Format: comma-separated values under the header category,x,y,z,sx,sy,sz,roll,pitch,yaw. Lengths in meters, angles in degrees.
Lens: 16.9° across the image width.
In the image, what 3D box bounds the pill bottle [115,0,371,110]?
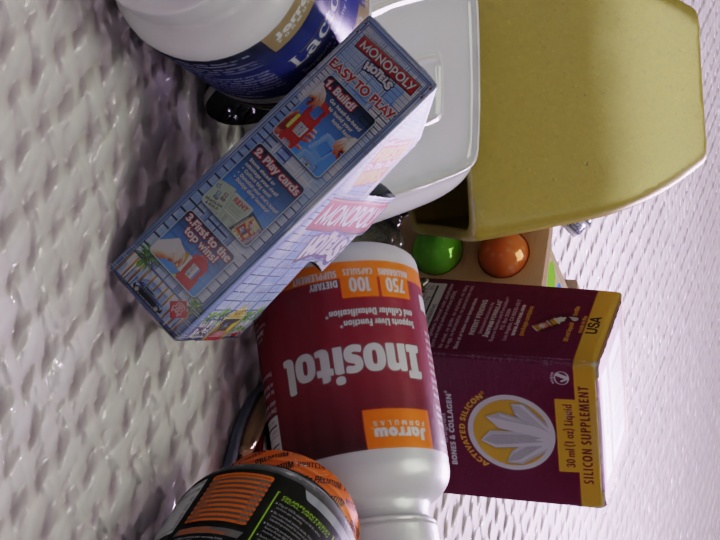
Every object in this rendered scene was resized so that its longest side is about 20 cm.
category,x,y,z,sx,sy,sz,roll,pitch,yaw
pill bottle,-0.073,-0.164,1.347,0.200,0.115,0.117,26,68,-72

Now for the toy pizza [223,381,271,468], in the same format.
category,x,y,z,sx,sy,sz,roll,pitch,yaw
toy pizza,-0.051,0.169,1.620,0.200,0.031,0.202,3,90,-74

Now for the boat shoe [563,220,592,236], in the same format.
category,x,y,z,sx,sy,sz,roll,pitch,yaw
boat shoe,0.139,-0.122,1.962,0.200,0.070,0.071,53,9,26

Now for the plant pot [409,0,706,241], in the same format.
category,x,y,z,sx,sy,sz,roll,pitch,yaw
plant pot,0.147,-0.129,1.807,0.195,0.198,0.196,-168,-106,-77

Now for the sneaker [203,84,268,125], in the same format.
category,x,y,z,sx,sy,sz,roll,pitch,yaw
sneaker,-0.045,-0.184,1.492,0.201,0.083,0.072,-56,153,2

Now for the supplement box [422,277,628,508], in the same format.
category,x,y,z,sx,sy,sz,roll,pitch,yaw
supplement box,0.093,0.088,1.795,0.103,0.198,0.132,-62,150,-54

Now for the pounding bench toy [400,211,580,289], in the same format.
category,x,y,z,sx,sy,sz,roll,pitch,yaw
pounding bench toy,0.101,0.001,1.945,0.156,0.123,0.202,60,36,-60

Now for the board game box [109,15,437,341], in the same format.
category,x,y,z,sx,sy,sz,roll,pitch,yaw
board game box,-0.027,-0.051,1.414,0.200,0.062,0.200,-46,168,12

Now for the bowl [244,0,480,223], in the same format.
category,x,y,z,sx,sy,sz,roll,pitch,yaw
bowl,0.012,-0.123,1.600,0.199,0.074,0.202,-19,114,-48

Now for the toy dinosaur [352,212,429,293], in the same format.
category,x,y,z,sx,sy,sz,roll,pitch,yaw
toy dinosaur,0.000,0.000,1.728,0.103,0.076,0.201,66,33,-32

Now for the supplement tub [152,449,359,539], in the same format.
category,x,y,z,sx,sy,sz,roll,pitch,yaw
supplement tub,-0.072,0.193,1.394,0.200,0.121,0.124,-55,144,-60

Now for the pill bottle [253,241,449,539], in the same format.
category,x,y,z,sx,sy,sz,roll,pitch,yaw
pill bottle,-0.004,0.093,1.547,0.113,0.112,0.202,43,36,-69
